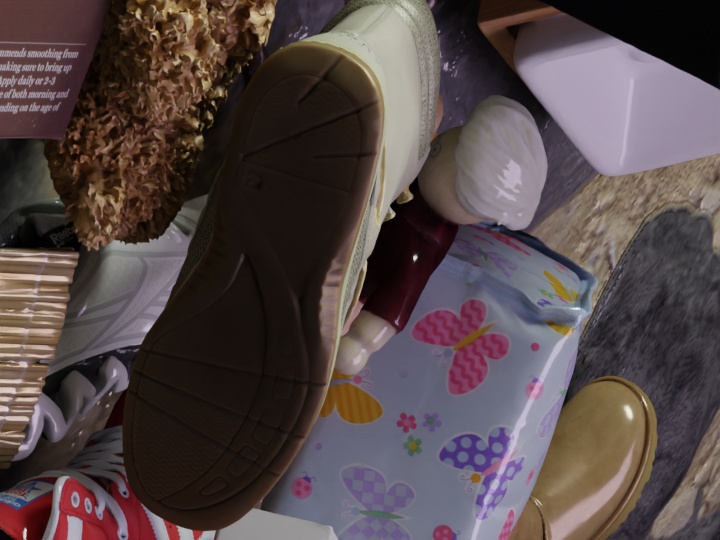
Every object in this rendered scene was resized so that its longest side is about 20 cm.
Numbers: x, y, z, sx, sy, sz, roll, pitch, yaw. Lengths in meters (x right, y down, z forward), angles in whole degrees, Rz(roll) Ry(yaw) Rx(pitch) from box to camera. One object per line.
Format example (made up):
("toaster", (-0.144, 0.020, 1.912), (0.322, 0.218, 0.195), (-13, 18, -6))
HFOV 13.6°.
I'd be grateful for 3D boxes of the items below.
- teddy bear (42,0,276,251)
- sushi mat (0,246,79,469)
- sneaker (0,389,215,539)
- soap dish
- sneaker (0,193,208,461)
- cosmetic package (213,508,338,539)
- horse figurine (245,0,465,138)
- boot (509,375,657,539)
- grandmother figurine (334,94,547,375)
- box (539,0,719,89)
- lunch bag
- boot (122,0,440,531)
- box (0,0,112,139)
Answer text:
("teddy bear", (-0.069, -0.105, 1.098), (0.145, 0.067, 0.200), (-90, -155, -43))
("sushi mat", (-0.191, 0.031, 1.061), (0.200, 0.012, 0.096), (2, 116, -43))
("sneaker", (-0.108, 0.088, 1.177), (0.113, 0.071, 0.200), (54, 33, -36))
("soap dish", (0.154, -0.120, 1.437), (0.200, 0.157, 0.081), (39, 41, -67))
("sneaker", (-0.099, 0.004, 1.198), (0.200, 0.075, 0.081), (-30, 129, -41))
("cosmetic package", (-0.029, 0.160, 1.240), (0.200, 0.050, 0.083), (67, 34, -72))
("horse figurine", (-0.002, -0.074, 1.319), (0.200, 0.050, 0.133), (-26, 132, -51))
("boot", (0.079, 0.123, 1.640), (0.176, 0.066, 0.200), (-62, 153, 0))
("grandmother figurine", (0.000, 0.000, 1.267), (0.061, 0.121, 0.200), (36, 116, -29))
("box", (0.129, -0.205, 1.257), (0.200, 0.196, 0.118), (-42, 149, -33))
("lunch bag", (0.031, 0.062, 1.422), (0.200, 0.127, 0.170), (-36, 150, -79))
("boot", (-0.025, -0.009, 1.166), (0.155, 0.072, 0.201), (-56, 166, -70))
("box", (-0.121, -0.147, 1.010), (0.100, 0.075, 0.200), (-4, 121, -59))
